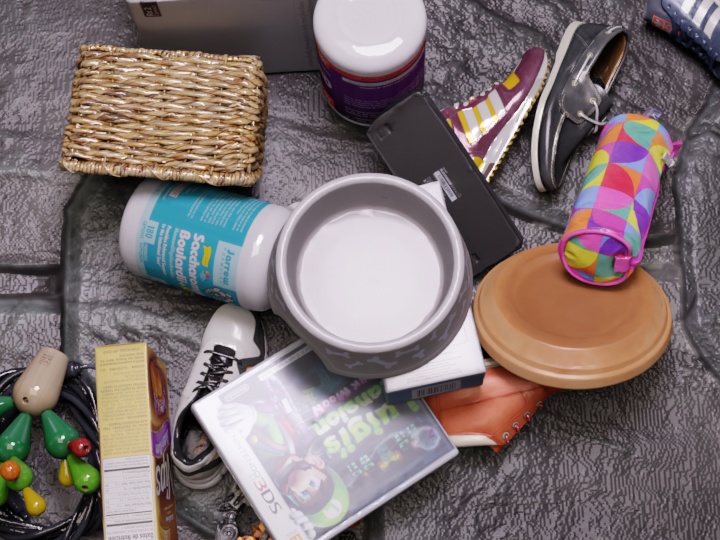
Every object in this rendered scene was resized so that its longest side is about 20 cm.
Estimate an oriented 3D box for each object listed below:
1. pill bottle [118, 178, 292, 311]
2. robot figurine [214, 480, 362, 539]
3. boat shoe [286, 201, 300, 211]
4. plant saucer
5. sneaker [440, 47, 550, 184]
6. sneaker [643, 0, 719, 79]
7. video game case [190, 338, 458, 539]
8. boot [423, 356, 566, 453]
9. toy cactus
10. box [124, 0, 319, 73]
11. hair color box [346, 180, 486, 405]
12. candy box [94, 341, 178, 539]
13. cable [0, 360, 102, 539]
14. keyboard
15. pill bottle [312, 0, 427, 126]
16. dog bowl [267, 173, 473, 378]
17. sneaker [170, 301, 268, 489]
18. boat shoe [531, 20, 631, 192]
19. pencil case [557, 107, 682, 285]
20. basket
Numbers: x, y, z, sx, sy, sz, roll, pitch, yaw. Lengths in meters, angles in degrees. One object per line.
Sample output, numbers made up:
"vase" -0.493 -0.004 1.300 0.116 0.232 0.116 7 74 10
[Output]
"pill bottle" -0.136 -0.025 1.357 0.200 0.111 0.111 15 75 17
"robot figurine" -0.055 0.231 1.327 0.145 0.058 0.200 28 77 9
"boat shoe" 0.000 0.000 1.388 0.068 0.072 0.200 -30 66 -31
"plant saucer" 0.211 0.035 1.332 0.200 0.037 0.200 -1 41 1
"sneaker" 0.128 -0.166 1.422 0.090 0.075 0.200 28 76 4
"sneaker" 0.357 -0.266 1.447 0.084 0.075 0.200 -15 65 -4
"video game case" -0.034 0.157 1.304 0.200 0.023 0.182 -31 78 -17
"boot" 0.159 0.129 1.349 0.200 0.075 0.107 -6 84 3
"toy cactus" -0.339 0.149 1.306 0.200 0.102 0.165 11 63 19
"box" -0.136 -0.302 1.403 0.200 0.199 0.131 -3 75 1
"hair color box" 0.052 0.022 1.311 0.099 0.061 0.200 -12 73 -2
"candy box" -0.220 0.181 1.316 0.056 0.117 0.200 -5 75 1
"cable" -0.328 0.192 1.350 0.163 0.051 0.200 -4 75 1
"keyboard" 0.077 -0.085 1.386 0.104 0.040 0.200 -31 101 12
"pill bottle" 0.012 -0.220 1.375 0.112 0.200 0.113 0 74 1
"dog bowl" 0.009 -0.001 1.256 0.200 0.059 0.200 0 72 0
"sneaker" -0.143 0.120 1.351 0.074 0.080 0.200 10 73 7
"boat shoe" 0.231 -0.175 1.416 0.068 0.072 0.200 12 73 30
"pencil case" 0.264 -0.076 1.356 0.088 0.088 0.200 22 52 8
"basket" -0.199 -0.133 1.383 0.200 0.143 0.149 4 69 -1
